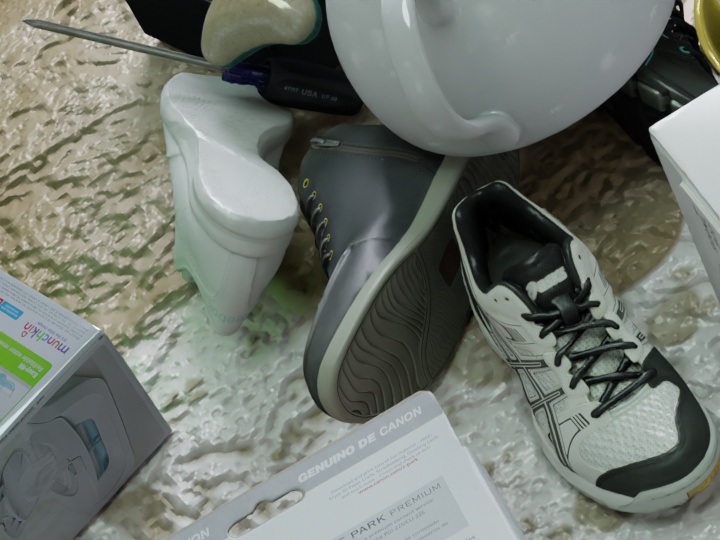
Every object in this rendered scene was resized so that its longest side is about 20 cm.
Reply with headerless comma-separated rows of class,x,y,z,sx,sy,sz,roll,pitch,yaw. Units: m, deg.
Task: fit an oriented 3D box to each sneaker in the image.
sneaker,0.147,-0.114,1.475,0.079,0.076,0.200,-42,46,-14
sneaker,0.000,0.000,1.462,0.106,0.075,0.200,2,44,34
sneaker,-0.078,-0.038,1.534,0.075,0.089,0.200,10,27,-10
sneaker,0.098,0.035,1.363,0.076,0.088,0.200,-34,46,-6

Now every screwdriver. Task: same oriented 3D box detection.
screwdriver,-0.091,-0.111,1.543,0.199,0.029,0.028,8,51,-19

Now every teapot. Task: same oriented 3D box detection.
teapot,0.054,-0.162,1.423,0.197,0.146,0.200,-47,39,-9

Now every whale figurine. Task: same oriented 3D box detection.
whale figurine,-0.042,-0.205,1.544,0.159,0.104,0.201,-15,69,35

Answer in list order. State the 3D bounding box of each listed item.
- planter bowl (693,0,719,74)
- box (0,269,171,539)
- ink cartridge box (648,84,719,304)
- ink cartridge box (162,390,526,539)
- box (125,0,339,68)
planter bowl,0.259,-0.182,1.470,0.200,0.084,0.201,-14,48,16
box,-0.235,0.082,1.486,0.200,0.097,0.177,27,68,40
ink cartridge box,0.263,-0.029,1.291,0.200,0.147,0.145,-32,45,-1
ink cartridge box,-0.007,0.178,1.295,0.199,0.084,0.176,-29,45,1
box,-0.031,-0.208,1.644,0.141,0.079,0.200,26,66,41
